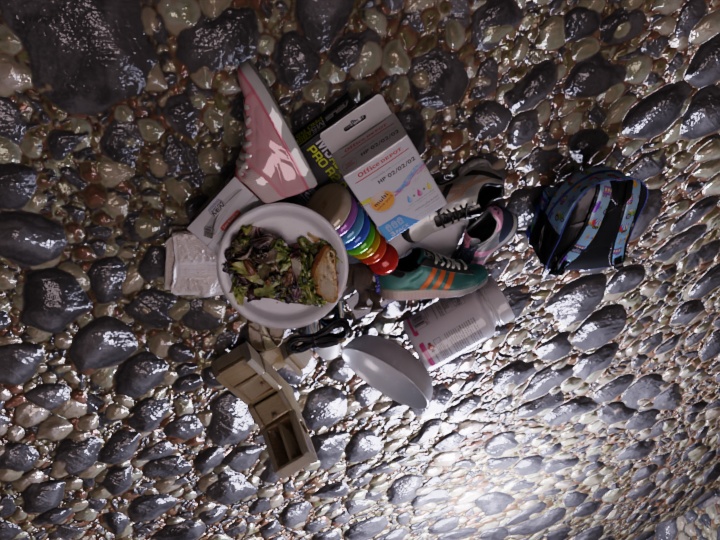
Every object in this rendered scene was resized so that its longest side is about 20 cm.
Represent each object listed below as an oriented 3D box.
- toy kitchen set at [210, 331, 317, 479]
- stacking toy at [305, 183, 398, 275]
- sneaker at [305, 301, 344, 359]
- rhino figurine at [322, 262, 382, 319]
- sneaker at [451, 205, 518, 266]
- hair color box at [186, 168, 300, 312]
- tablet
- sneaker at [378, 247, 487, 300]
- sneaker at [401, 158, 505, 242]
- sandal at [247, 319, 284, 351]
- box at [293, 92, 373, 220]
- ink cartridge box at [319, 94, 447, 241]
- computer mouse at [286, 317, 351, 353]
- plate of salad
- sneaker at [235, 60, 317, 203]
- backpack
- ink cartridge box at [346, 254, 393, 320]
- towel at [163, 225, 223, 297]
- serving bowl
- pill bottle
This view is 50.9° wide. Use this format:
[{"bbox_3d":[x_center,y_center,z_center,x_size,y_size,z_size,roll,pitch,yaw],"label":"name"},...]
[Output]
[{"bbox_3d":[-0.143,0.239,1.406,0.162,0.181,0.200,-30,140,4],"label":"toy kitchen set"},{"bbox_3d":[-0.001,-0.055,1.212,0.085,0.086,0.200,-38,137,13],"label":"stacking toy"},{"bbox_3d":[-0.063,0.103,1.396,0.071,0.073,0.202,-15,136,-12],"label":"sneaker"},{"bbox_3d":[-0.064,0.036,1.291,0.197,0.089,0.060,-7,164,7],"label":"rhino figurine"},{"bbox_3d":[0.198,-0.037,1.381,0.082,0.070,0.201,19,113,-47],"label":"sneaker"},{"bbox_3d":[-0.154,-0.045,1.166,0.111,0.064,0.200,-44,108,10],"label":"hair color box"},{"bbox_3d":[0.096,-0.051,1.339,0.198,0.014,0.131,9,118,-38],"label":"tablet"},{"bbox_3d":[0.129,0.000,1.320,0.197,0.071,0.081,-7,114,-11],"label":"sneaker"},{"bbox_3d":[0.154,-0.111,1.269,0.199,0.080,0.074,-37,136,-3],"label":"sneaker"},{"bbox_3d":[-0.156,0.035,1.254,0.079,0.054,0.203,1,112,-10],"label":"sandal"},{"bbox_3d":[-0.027,-0.156,1.194,0.159,0.045,0.200,-34,135,9],"label":"box"},{"bbox_3d":[0.036,-0.152,1.146,0.114,0.068,0.200,-33,134,7],"label":"ink cartridge box"},{"bbox_3d":[-0.080,0.029,1.242,0.108,0.203,0.044,-12,167,15],"label":"computer mouse"},{"bbox_3d":[-0.116,0.000,1.124,0.197,0.048,0.203,-1,112,-2],"label":"plate of salad"},{"bbox_3d":[-0.147,-0.184,1.068,0.104,0.076,0.202,-26,116,3],"label":"sneaker"},{"bbox_3d":[0.411,-0.104,1.368,0.180,0.135,0.202,-5,133,-19],"label":"backpack"},{"bbox_3d":[0.000,0.000,1.355,0.094,0.037,0.201,-26,133,-1],"label":"ink cartridge box"},{"bbox_3d":[-0.222,-0.018,1.243,0.197,0.035,0.134,-4,132,-21],"label":"towel"},{"bbox_3d":[0.061,0.185,1.468,0.066,0.198,0.201,-55,140,-22],"label":"serving bowl"},{"bbox_3d":[0.191,0.100,1.474,0.198,0.114,0.114,-30,135,5],"label":"pill bottle"}]
